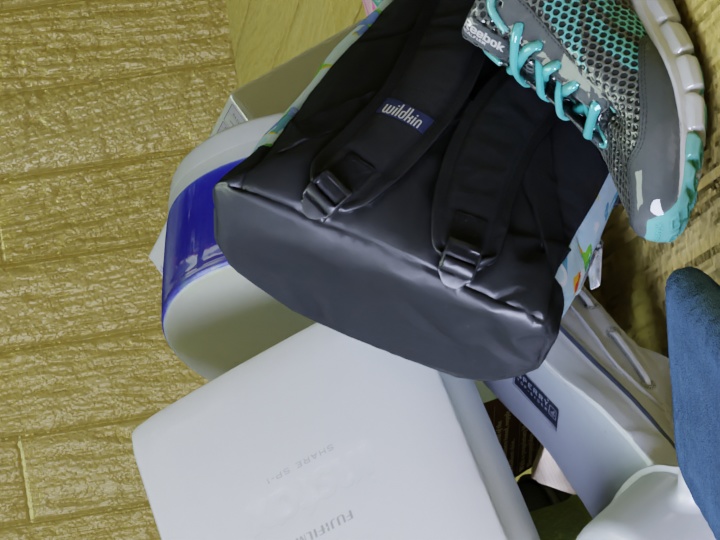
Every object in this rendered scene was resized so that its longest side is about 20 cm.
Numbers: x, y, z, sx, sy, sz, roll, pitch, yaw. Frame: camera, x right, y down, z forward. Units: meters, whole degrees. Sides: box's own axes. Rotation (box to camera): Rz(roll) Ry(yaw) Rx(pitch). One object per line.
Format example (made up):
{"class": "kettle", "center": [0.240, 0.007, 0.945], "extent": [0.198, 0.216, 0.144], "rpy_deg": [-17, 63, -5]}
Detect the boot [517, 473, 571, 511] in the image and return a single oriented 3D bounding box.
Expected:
{"class": "boot", "center": [0.033, 0.187, 1.591], "extent": [0.182, 0.199, 0.073], "rpy_deg": [-108, 18, -48]}

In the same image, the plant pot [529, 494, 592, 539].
{"class": "plant pot", "center": [0.068, 0.200, 1.402], "extent": [0.200, 0.184, 0.201], "rpy_deg": [172, 90, -84]}

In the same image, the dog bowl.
{"class": "dog bowl", "center": [0.000, 0.000, 1.460], "extent": [0.200, 0.200, 0.079], "rpy_deg": [95, 179, -63]}

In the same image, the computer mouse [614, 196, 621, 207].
{"class": "computer mouse", "center": [0.102, -0.129, 1.388], "extent": [0.059, 0.034, 0.200], "rpy_deg": [-2, 102, 57]}

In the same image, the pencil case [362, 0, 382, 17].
{"class": "pencil case", "center": [0.042, -0.101, 1.671], "extent": [0.088, 0.087, 0.200], "rpy_deg": [-106, 11, -46]}

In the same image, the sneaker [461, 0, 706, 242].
{"class": "sneaker", "center": [0.090, -0.096, 1.238], "extent": [0.078, 0.091, 0.200], "rpy_deg": [91, 168, -59]}

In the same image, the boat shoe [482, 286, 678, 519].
{"class": "boat shoe", "center": [0.118, 0.060, 1.315], "extent": [0.200, 0.065, 0.074], "rpy_deg": [53, 150, 31]}

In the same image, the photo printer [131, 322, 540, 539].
{"class": "photo printer", "center": [-0.006, 0.124, 1.319], "extent": [0.069, 0.166, 0.200], "rpy_deg": [50, -165, -52]}

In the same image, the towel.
{"class": "towel", "center": [0.160, 0.077, 1.053], "extent": [0.200, 0.048, 0.112], "rpy_deg": [-114, 17, -64]}

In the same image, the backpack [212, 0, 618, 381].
{"class": "backpack", "center": [0.044, -0.052, 1.298], "extent": [0.154, 0.163, 0.200], "rpy_deg": [97, -163, -61]}

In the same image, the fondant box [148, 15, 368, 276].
{"class": "fondant box", "center": [-0.025, -0.060, 1.583], "extent": [0.058, 0.144, 0.200], "rpy_deg": [52, 151, 12]}

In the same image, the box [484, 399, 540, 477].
{"class": "box", "center": [0.015, 0.101, 1.633], "extent": [0.075, 0.200, 0.100], "rpy_deg": [47, 156, 30]}

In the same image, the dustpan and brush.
{"class": "dustpan and brush", "center": [0.137, 0.114, 1.214], "extent": [0.140, 0.057, 0.200], "rpy_deg": [37, 149, 45]}

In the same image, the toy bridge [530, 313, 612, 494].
{"class": "toy bridge", "center": [0.106, 0.053, 1.451], "extent": [0.200, 0.027, 0.067], "rpy_deg": [-83, 12, -78]}
